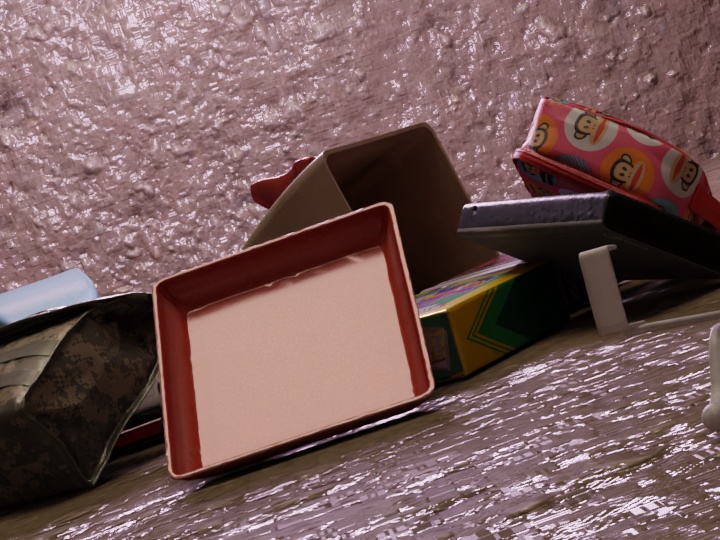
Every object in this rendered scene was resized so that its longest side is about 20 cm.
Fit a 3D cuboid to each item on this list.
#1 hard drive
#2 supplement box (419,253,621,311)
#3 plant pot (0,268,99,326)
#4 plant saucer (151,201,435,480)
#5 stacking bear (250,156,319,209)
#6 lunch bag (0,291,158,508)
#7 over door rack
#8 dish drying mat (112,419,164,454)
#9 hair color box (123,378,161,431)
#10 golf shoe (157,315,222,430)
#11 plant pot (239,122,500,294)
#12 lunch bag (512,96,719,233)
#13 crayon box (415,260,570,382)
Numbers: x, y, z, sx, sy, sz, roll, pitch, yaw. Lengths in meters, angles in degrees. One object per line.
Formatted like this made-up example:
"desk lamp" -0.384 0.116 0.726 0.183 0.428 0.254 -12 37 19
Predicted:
"hard drive" 0.188 -0.025 1.461 0.139 0.033 0.199 19 -11 -28
"supplement box" 0.152 0.012 1.650 0.108 0.061 0.200 -17 4 36
"plant pot" -0.485 0.122 2.934 0.195 0.197 0.200 -20 10 -21
"plant saucer" -0.050 0.057 1.345 0.198 0.037 0.201 -18 45 6
"stacking bear" -0.044 0.002 1.917 0.113 0.202 0.121 15 -26 -38
"lunch bag" -0.273 0.098 1.610 0.163 0.118 0.201 -17 31 37
"over door rack" 0.197 0.018 0.769 0.147 0.067 0.200 -18 -19 26
"dish drying mat" -0.192 0.152 1.750 0.198 0.018 0.077 -20 0 3
"hair color box" -0.260 0.109 1.746 0.198 0.101 0.061 -20 -14 6
"golf shoe" -0.137 0.110 1.485 0.200 0.077 0.095 116 180 -60
"plant pot" 0.000 0.000 1.744 0.176 0.201 0.199 -31 -5 34
"lunch bag" 0.229 -0.067 1.542 0.175 0.082 0.200 24 -5 21
"crayon box" 0.043 0.058 1.497 0.199 0.059 0.172 -16 4 37
